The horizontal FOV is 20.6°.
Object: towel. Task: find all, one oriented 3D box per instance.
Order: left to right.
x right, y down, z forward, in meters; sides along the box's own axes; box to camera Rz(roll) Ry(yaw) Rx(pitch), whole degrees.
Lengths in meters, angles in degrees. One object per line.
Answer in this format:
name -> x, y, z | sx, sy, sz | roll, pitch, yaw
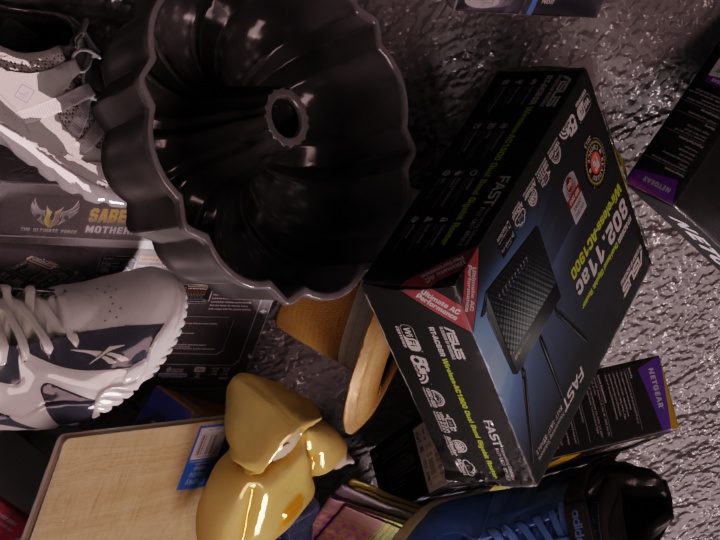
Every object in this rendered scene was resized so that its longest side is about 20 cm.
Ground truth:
towel -> 0.004, 0.224, 1.372 | 0.143, 0.023, 0.200 | 23, 132, -17

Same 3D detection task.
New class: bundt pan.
bundt pan -> -0.065, -0.076, 1.076 | 0.076, 0.203, 0.202 | -11, 151, 43

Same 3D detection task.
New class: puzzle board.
puzzle board -> -0.136, 0.156, 1.200 | 0.200, 0.017, 0.151 | -2, 118, -55

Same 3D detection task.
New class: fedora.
fedora -> 0.000, 0.000, 1.197 | 0.082, 0.201, 0.201 | 22, 127, 5

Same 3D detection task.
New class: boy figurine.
boy figurine -> -0.050, 0.136, 1.230 | 0.124, 0.064, 0.200 | -33, 143, -32

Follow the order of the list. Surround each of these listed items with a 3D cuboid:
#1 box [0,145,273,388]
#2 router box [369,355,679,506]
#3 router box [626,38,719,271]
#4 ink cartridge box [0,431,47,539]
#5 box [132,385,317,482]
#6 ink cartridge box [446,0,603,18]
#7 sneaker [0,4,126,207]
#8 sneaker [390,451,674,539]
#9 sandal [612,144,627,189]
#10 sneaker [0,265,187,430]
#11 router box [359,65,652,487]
box -> -0.147, -0.002, 1.188 | 0.199, 0.048, 0.159 | 2, 129, -26
router box -> 0.104, 0.114, 1.334 | 0.157, 0.052, 0.200 | -12, 170, -15
router box -> 0.277, -0.064, 1.285 | 0.200, 0.051, 0.149 | 37, 86, -41
ink cartridge box -> -0.297, 0.170, 1.222 | 0.199, 0.084, 0.145 | -27, 153, 3
box -> -0.108, 0.145, 1.283 | 0.119, 0.041, 0.200 | -60, 147, 3
ink cartridge box -> 0.117, -0.234, 1.104 | 0.099, 0.039, 0.200 | -1, 129, -23
sneaker -> -0.158, -0.096, 1.076 | 0.200, 0.075, 0.082 | 21, 121, -36
sneaker -> 0.115, 0.170, 1.271 | 0.199, 0.077, 0.111 | -13, 177, -35
sandal -> 0.092, -0.004, 1.283 | 0.087, 0.080, 0.201 | 9, 118, -26
sneaker -> -0.203, 0.030, 1.099 | 0.198, 0.080, 0.130 | -18, 145, 8
router box -> 0.090, 0.001, 1.131 | 0.062, 0.200, 0.150 | 2, 132, 33
